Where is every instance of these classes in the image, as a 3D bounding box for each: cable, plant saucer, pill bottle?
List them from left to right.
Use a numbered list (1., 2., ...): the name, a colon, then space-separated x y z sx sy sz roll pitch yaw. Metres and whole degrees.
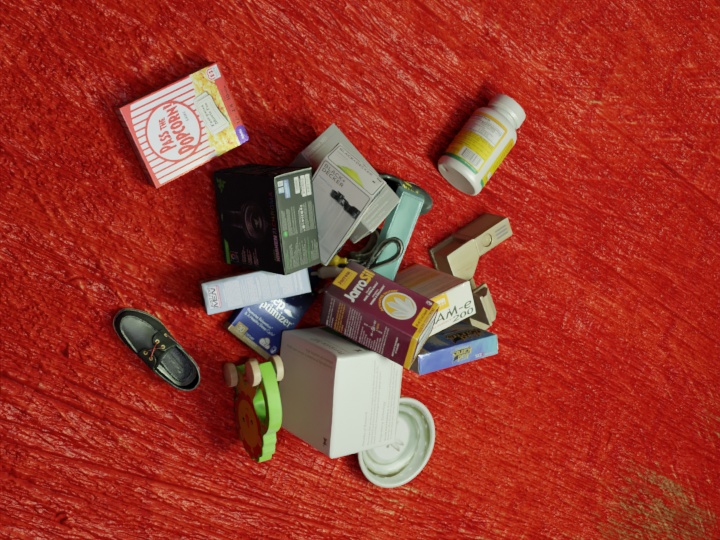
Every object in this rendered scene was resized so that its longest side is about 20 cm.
1. cable: -0.004 -0.002 1.700 0.050 0.196 0.099 -4 79 -64
2. plant saucer: 0.071 0.370 1.888 0.196 0.050 0.205 -7 105 -28
3. plant saucer: 0.070 -0.063 1.727 0.069 0.019 0.204 17 97 -33
4. pill bottle: 0.260 -0.270 1.823 0.113 0.112 0.201 42 80 -29

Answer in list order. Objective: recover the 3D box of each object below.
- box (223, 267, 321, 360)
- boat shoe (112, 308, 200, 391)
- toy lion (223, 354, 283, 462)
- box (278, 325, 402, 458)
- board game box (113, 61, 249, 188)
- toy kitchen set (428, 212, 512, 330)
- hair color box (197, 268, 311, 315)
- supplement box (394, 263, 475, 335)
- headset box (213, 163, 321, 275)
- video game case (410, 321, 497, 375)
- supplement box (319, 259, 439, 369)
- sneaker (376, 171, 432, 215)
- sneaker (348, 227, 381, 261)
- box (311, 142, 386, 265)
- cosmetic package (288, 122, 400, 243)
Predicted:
1. box: -0.166 0.064 1.700 0.121 0.032 0.202 40 79 -29
2. boat shoe: -0.370 0.145 1.585 0.074 0.063 0.202 -46 117 -10
3. toy lion: -0.196 0.266 1.637 0.067 0.199 0.196 -10 86 -28
4. box: -0.044 0.229 1.692 0.169 0.197 0.205 -5 105 -38
5. board game box: -0.316 -0.261 1.537 0.198 0.046 0.154 -32 114 -20
6. toy kitchen set: 0.283 0.016 1.867 0.179 0.162 0.203 -31 114 -20
7. hair color box: -0.199 0.030 1.608 0.196 0.099 0.062 -12 95 -14
8. supplement box: 0.127 0.058 1.766 0.124 0.199 0.075 -24 111 -22
9. headset box: -0.175 -0.098 1.569 0.092 0.198 0.178 -19 111 -41
10. video game case: 0.158 0.153 1.815 0.196 0.180 0.047 -11 106 -27
11. supplement box: 0.035 0.080 1.620 0.111 0.197 0.087 -50 161 -44
12. sneaker: 0.074 -0.151 1.759 0.197 0.084 0.076 14 94 -31
13. sneaker: 0.000 0.000 1.765 0.090 0.067 0.202 42 78 -23
14. box: -0.051 -0.118 1.570 0.116 0.201 0.060 40 42 2
15. cosmetic package: -0.032 -0.166 1.648 0.200 0.090 0.107 48 61 -8
